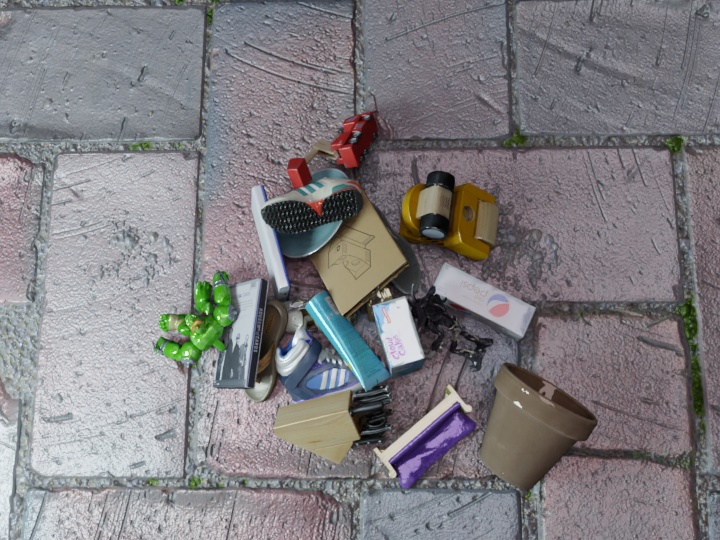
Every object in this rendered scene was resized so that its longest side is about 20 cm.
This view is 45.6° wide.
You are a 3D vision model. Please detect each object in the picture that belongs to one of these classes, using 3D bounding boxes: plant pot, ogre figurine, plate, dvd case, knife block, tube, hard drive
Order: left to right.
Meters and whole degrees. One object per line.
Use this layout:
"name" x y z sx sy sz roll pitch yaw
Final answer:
"ogre figurine" -0.309 0.102 1.657 0.198 0.099 0.120 -35 44 -18
"dvd case" -0.230 0.123 1.636 0.024 0.149 0.205 14 76 -31
"hard drive" -0.175 -0.048 1.671 0.025 0.132 0.204 -14 77 -11
"plate" -0.091 -0.110 1.690 0.197 0.026 0.204 -23 49 28
"knife block" -0.041 0.261 1.578 0.197 0.064 0.178 25 117 -7
"tube" -0.025 0.131 1.597 0.077 0.051 0.201 -26 72 -42
"plant pot" 0.306 0.295 1.567 0.198 0.200 0.177 29 99 8

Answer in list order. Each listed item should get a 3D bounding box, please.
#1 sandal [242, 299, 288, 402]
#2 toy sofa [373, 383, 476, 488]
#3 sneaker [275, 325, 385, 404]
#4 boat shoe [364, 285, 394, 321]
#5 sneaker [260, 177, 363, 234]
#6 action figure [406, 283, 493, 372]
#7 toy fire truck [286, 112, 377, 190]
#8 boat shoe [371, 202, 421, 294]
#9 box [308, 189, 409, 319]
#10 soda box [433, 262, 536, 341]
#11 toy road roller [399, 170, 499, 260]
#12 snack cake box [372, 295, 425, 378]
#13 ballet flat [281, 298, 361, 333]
"sandal" -0.192 0.155 1.645 0.079 0.054 0.204 20 102 20
"toy sofa" 0.125 0.314 1.607 0.199 0.083 0.098 -39 78 -6
"sneaker" -0.065 0.164 1.621 0.196 0.081 0.149 -22 110 2
"boat shoe" 0.000 0.000 1.684 0.062 0.073 0.203 -28 78 -7
"sneaker" -0.089 -0.129 1.612 0.195 0.094 0.072 -12 118 7
"action figure" 0.150 0.113 1.615 0.198 0.102 0.120 36 42 -13
"toy fire truck" -0.054 -0.242 1.714 0.138 0.049 0.202 -5 36 25
"boat shoe" 0.050 -0.041 1.703 0.074 0.065 0.203 -35 84 -18
"box" -0.013 -0.033 1.631 0.163 0.021 0.202 -40 54 12
"soda box" 0.236 0.062 1.664 0.197 0.068 0.065 27 80 7
"toy road roller" 0.165 -0.101 1.690 0.197 0.145 0.126 21 69 -31
"snack cake box" 0.071 0.128 1.588 0.066 0.200 0.118 -16 77 -1
"ballet flat" -0.095 0.093 1.664 0.195 0.072 0.074 -7 77 -1
